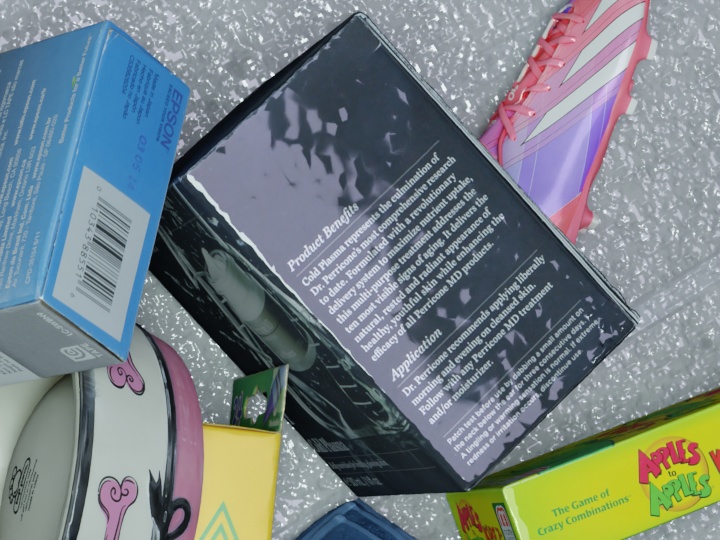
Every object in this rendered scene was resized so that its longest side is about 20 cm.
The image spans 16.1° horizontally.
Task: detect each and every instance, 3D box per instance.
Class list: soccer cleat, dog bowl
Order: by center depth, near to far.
[{"bbox_3d":[-0.143,0.107,1.201,0.074,0.200,0.200,13,81,-29],"label":"dog bowl"},{"bbox_3d":[0.102,-0.085,1.348,0.076,0.067,0.200,18,83,-8],"label":"soccer cleat"}]

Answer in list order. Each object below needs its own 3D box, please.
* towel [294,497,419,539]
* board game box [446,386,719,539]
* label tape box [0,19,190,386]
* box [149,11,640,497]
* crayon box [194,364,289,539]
[{"bbox_3d":[0.014,0.185,1.231,0.112,0.200,0.049,-42,126,-15],"label":"towel"},{"bbox_3d":[0.155,0.101,1.321,0.200,0.102,0.048,-20,89,-16],"label":"board game box"},{"bbox_3d":[-0.183,-0.020,1.170,0.063,0.200,0.144,38,53,-41],"label":"label tape box"},{"bbox_3d":[0.000,0.000,1.239,0.124,0.200,0.197,-42,96,-15],"label":"box"},{"bbox_3d":[-0.081,0.146,1.242,0.052,0.126,0.200,8,82,-14],"label":"crayon box"}]
